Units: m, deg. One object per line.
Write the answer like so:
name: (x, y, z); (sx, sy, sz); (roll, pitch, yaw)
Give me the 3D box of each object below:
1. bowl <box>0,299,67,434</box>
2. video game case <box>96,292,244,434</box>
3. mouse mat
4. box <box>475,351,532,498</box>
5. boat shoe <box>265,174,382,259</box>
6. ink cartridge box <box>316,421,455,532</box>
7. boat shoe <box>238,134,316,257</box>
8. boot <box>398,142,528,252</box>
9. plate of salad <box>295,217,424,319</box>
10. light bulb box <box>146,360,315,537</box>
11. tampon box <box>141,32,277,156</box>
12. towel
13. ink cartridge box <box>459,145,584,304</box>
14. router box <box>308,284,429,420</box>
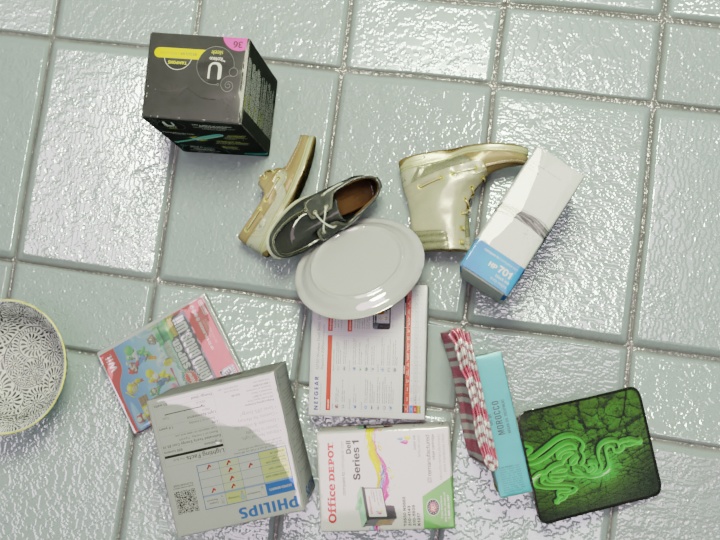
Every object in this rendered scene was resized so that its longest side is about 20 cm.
bowl: (-0.532, 0.148, 1.323); (0.198, 0.094, 0.204); (-1, 85, 6)
video game case: (-0.298, 0.145, 1.337); (0.198, 0.017, 0.144); (-29, 83, 3)
mouse mat: (0.335, 0.267, 1.241); (0.197, 0.008, 0.163); (-11, 84, -9)
box: (0.201, 0.222, 1.246); (0.048, 0.082, 0.203); (-12, 84, 3)
boat shoe: (-0.055, -0.085, 1.278); (0.199, 0.067, 0.072); (-33, 103, -17)
ink cartridge box: (0.037, 0.303, 1.253); (0.197, 0.084, 0.147); (-4, 84, 6)
boat shoe: (-0.129, -0.124, 1.317); (0.066, 0.074, 0.202); (24, 87, 2)
boot: (0.162, -0.107, 1.286); (0.197, 0.072, 0.157); (-8, 83, 12)
plate of salad: (0.000, 0.000, 1.265); (0.197, 0.048, 0.202); (-10, 46, 11)
light bulb box: (-0.186, 0.258, 1.253); (0.196, 0.125, 0.203); (-13, 90, 5)
tampon box: (-0.219, -0.259, 1.276); (0.148, 0.200, 0.128); (5, 85, 6)
towel: (0.151, 0.182, 1.222); (0.029, 0.146, 0.203); (-12, 84, -3)
ink cartridge box: (0.229, -0.061, 1.237); (0.085, 0.146, 0.201); (34, 89, 9)
router box: (0.014, 0.120, 1.291); (0.177, 0.049, 0.203); (2, 85, 6)
